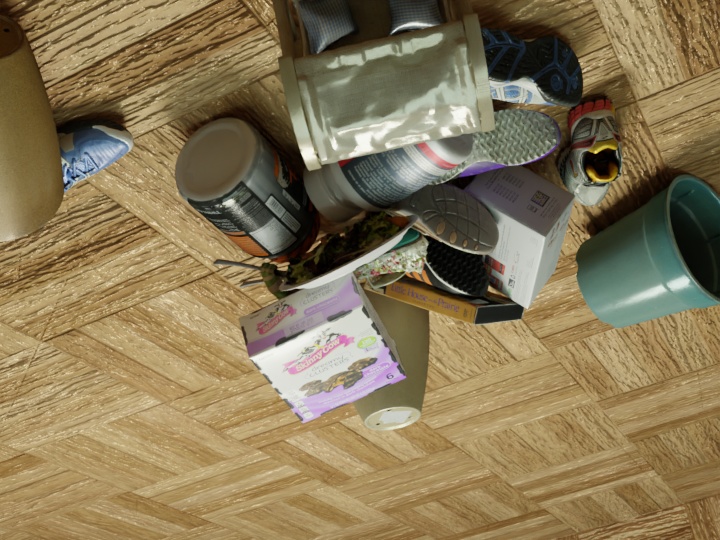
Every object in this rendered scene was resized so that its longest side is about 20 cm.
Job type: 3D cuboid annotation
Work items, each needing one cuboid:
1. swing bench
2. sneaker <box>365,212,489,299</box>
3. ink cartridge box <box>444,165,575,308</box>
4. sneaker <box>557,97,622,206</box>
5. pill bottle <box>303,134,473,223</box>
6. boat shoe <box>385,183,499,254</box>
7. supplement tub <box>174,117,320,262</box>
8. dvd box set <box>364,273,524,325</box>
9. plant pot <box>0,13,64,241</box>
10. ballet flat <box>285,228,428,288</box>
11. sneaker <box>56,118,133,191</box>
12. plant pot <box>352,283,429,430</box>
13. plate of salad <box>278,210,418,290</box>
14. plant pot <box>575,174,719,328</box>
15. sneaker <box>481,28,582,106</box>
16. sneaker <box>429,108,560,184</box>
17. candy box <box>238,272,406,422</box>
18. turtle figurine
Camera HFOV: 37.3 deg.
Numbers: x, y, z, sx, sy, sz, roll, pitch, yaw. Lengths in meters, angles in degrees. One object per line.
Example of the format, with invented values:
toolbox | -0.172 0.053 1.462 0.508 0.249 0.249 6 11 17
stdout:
swing bench | 0.019 -0.230 1.085 0.197 0.201 0.130 -12 150 4
sneaker | 0.094 -0.015 1.542 0.199 0.070 0.090 31 157 8
ink cartridge box | 0.194 -0.065 1.505 0.175 0.084 0.201 32 155 17
sneaker | 0.311 -0.141 1.442 0.077 0.083 0.200 -12 151 5
pill bottle | 0.029 -0.143 1.319 0.199 0.120 0.119 -31 144 32
boat shoe | 0.096 -0.082 1.437 0.199 0.076 0.072 31 174 7
supplement tub | -0.135 -0.094 1.353 0.122 0.123 0.200 -19 150 17
dvd box set | 0.125 0.037 1.590 0.199 0.030 0.146 18 -169 36
plant pot | -0.403 -0.164 1.123 0.185 0.187 0.201 1 136 -18
ballet flat | 0.000 0.000 1.454 0.198 0.076 0.064 -14 117 -2
sneaker | -0.361 -0.120 1.287 0.198 0.078 0.076 -19 147 14
plant pot | 0.037 0.149 1.742 0.185 0.201 0.188 -7 150 -4
plate of salad | -0.019 -0.031 1.348 0.199 0.048 0.200 -27 -171 5
plant pot | 0.444 -0.012 1.610 0.199 0.202 0.196 15 149 -37
sneaker | 0.182 -0.237 1.255 0.199 0.076 0.077 11 170 -35
sneaker | 0.171 -0.164 1.361 0.199 0.070 0.099 -10 -175 35
candy box | -0.049 0.107 1.458 0.167 0.072 0.200 -24 142 5
turtle figurine | -0.094 -0.002 1.541 0.193 0.200 0.144 -37 141 0
